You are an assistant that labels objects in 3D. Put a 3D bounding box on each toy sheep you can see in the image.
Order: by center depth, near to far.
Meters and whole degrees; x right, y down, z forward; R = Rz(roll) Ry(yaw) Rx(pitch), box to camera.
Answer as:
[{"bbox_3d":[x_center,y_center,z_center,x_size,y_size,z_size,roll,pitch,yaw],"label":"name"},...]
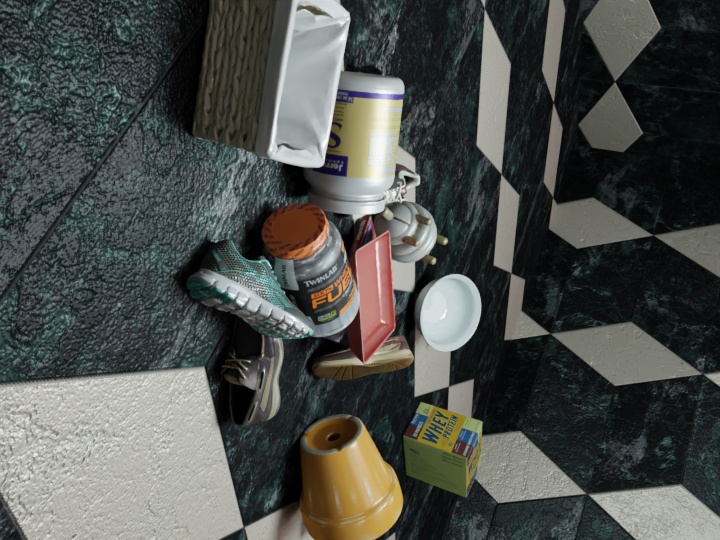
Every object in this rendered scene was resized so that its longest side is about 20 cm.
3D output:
[{"bbox_3d":[0.092,-0.079,1.298,0.200,0.138,0.138,47,60,-53],"label":"toy sheep"}]

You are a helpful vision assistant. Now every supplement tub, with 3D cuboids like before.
[{"bbox_3d":[-0.077,0.001,0.978,0.123,0.122,0.200,-60,152,-31],"label":"supplement tub"},{"bbox_3d":[-0.013,-0.198,0.980,0.145,0.145,0.201,-28,127,-59],"label":"supplement tub"}]

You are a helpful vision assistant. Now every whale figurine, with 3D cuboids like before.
[{"bbox_3d":[0.239,0.142,1.817,0.200,0.103,0.160,110,1,-74],"label":"whale figurine"}]

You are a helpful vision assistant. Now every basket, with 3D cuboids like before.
[{"bbox_3d":[-0.109,-0.237,0.775,0.135,0.123,0.201,-7,110,-65],"label":"basket"}]

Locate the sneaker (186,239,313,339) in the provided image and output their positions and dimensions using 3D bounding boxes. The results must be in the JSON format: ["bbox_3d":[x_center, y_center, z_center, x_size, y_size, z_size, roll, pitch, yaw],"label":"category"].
[{"bbox_3d":[-0.134,0.026,0.866,0.200,0.077,0.091,36,55,-36],"label":"sneaker"}]

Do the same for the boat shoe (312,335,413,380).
[{"bbox_3d":[0.001,0.158,1.219,0.072,0.199,0.072,108,-29,-56],"label":"boat shoe"}]

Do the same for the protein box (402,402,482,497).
[{"bbox_3d":[0.244,0.526,1.882,0.135,0.198,0.200,-53,147,-41],"label":"protein box"}]

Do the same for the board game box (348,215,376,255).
[{"bbox_3d":[0.000,0.000,1.200,0.103,0.019,0.200,73,25,-42],"label":"board game box"}]

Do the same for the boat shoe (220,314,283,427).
[{"bbox_3d":[-0.160,0.144,0.933,0.073,0.074,0.201,-30,124,-52],"label":"boat shoe"}]

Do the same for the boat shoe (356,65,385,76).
[{"bbox_3d":[0.011,-0.241,1.101,0.093,0.074,0.201,-15,123,-71],"label":"boat shoe"}]

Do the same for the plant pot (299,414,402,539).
[{"bbox_3d":[-0.035,0.389,1.231,0.200,0.200,0.184,-42,124,-51],"label":"plant pot"}]

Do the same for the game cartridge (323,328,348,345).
[{"bbox_3d":[-0.051,0.060,1.177,0.200,0.040,0.134,35,67,-65],"label":"game cartridge"}]

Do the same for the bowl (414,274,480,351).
[{"bbox_3d":[0.209,0.102,1.661,0.201,0.090,0.202,-7,103,-31],"label":"bowl"}]

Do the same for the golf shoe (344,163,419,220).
[{"bbox_3d":[0.037,-0.152,1.191,0.200,0.088,0.077,-47,145,-45],"label":"golf shoe"}]

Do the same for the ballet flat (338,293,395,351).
[{"bbox_3d":[0.009,0.121,1.323,0.200,0.072,0.072,-57,150,-36],"label":"ballet flat"}]

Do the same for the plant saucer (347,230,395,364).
[{"bbox_3d":[0.015,0.042,1.161,0.200,0.037,0.200,-37,125,-67],"label":"plant saucer"}]
